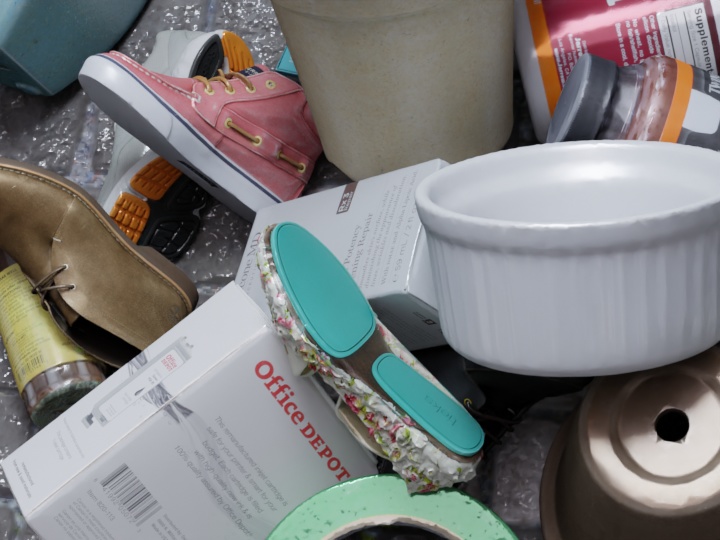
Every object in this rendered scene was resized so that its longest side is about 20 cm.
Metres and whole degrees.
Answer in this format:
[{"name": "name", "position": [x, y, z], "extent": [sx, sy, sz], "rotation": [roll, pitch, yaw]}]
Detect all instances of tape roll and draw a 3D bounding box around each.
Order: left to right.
[{"name": "tape roll", "position": [0.021, 0.230, 1.432], "extent": [0.199, 0.048, 0.202], "rotation": [0, 83, 3]}]

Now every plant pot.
[{"name": "plant pot", "position": [-0.265, -0.248, 1.673], "extent": [0.195, 0.196, 0.201], "rotation": [16, 79, 19]}, {"name": "plant pot", "position": [0.026, -0.164, 1.493], "extent": [0.199, 0.184, 0.201], "rotation": [-7, 36, 5]}, {"name": "plant pot", "position": [0.198, 0.126, 1.401], "extent": [0.199, 0.175, 0.202], "rotation": [-5, 66, 12]}]

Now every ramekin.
[{"name": "ramekin", "position": [0.135, -0.009, 1.354], "extent": [0.199, 0.201, 0.098], "rotation": [-1, 107, 13]}]

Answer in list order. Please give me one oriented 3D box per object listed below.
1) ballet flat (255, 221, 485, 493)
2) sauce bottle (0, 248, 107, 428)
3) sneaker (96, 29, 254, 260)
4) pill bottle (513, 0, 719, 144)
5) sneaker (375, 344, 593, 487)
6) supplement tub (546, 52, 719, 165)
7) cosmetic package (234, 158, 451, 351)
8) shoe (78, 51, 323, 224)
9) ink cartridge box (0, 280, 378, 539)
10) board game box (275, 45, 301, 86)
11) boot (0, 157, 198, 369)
[{"name": "ballet flat", "position": [-0.006, 0.062, 1.400], "extent": [0.200, 0.064, 0.076], "rotation": [50, 39, 6]}, {"name": "sauce bottle", "position": [-0.234, 0.013, 1.612], "extent": [0.064, 0.065, 0.201], "rotation": [-23, 65, 2]}, {"name": "sneaker", "position": [-0.152, -0.085, 1.645], "extent": [0.092, 0.076, 0.201], "rotation": [20, 79, 49]}, {"name": "pill bottle", "position": [0.207, -0.162, 1.561], "extent": [0.199, 0.113, 0.114], "rotation": [-13, 64, 6]}, {"name": "sneaker", "position": [0.081, 0.095, 1.461], "extent": [0.074, 0.200, 0.107], "rotation": [21, 75, -26]}, {"name": "supplement tub", "position": [0.226, -0.075, 1.482], "extent": [0.199, 0.107, 0.108], "rotation": [21, 70, -7]}, {"name": "cosmetic package", "position": [0.000, 0.000, 1.502], "extent": [0.199, 0.074, 0.102], "rotation": [-13, 52, 47]}, {"name": "shoe", "position": [-0.104, -0.115, 1.572], "extent": [0.071, 0.200, 0.091], "rotation": [19, 74, 53]}, {"name": "ink cartridge box", "position": [-0.110, 0.129, 1.475], "extent": [0.200, 0.147, 0.083], "rotation": [-38, 31, -3]}, {"name": "board game box", "position": [0.045, -0.205, 1.655], "extent": [0.150, 0.047, 0.201], "rotation": [15, 71, 19]}, {"name": "boot", "position": [-0.205, -0.005, 1.553], "extent": [0.199, 0.074, 0.076], "rotation": [35, 46, -14]}]
